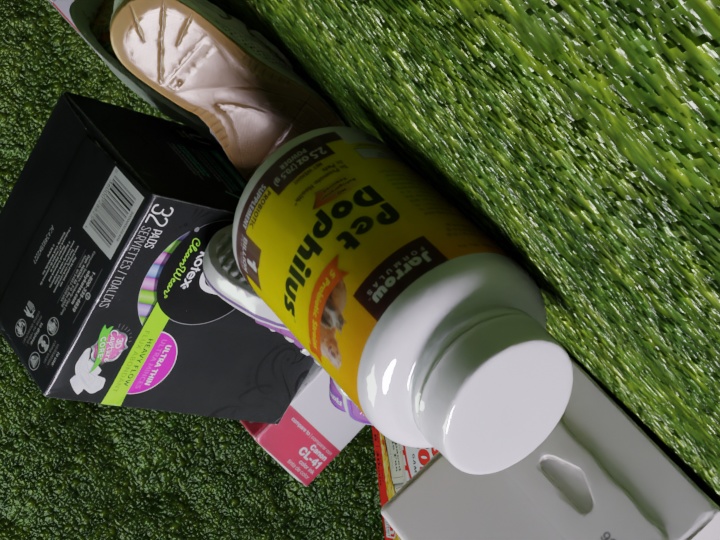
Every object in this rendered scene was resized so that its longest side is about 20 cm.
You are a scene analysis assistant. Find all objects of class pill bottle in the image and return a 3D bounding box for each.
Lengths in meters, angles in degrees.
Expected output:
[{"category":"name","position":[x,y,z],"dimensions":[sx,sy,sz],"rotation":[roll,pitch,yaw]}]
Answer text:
[{"category":"pill bottle","position":[0.021,0.015,0.866],"dimensions":[0.200,0.109,0.109],"rotation":[44,176,44]}]

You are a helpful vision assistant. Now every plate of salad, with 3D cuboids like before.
[{"category":"plate of salad","position":[-0.102,-0.135,1.122],"dimensions":[0.199,0.048,0.200],"rotation":[31,-164,-10]}]

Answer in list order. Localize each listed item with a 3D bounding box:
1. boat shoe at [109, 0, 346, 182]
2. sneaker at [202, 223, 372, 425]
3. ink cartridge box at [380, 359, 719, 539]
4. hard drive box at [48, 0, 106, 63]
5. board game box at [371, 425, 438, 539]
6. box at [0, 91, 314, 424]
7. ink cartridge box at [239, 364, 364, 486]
[{"category":"boat shoe","position":[-0.070,-0.113,1.017],"dimensions":[0.200,0.071,0.070],"rotation":[43,-161,-33]},{"category":"sneaker","position":[-0.018,0.045,1.022],"dimensions":[0.199,0.115,0.073],"rotation":[20,-136,-20]},{"category":"ink cartridge box","position":[0.135,0.177,0.987],"dimensions":[0.147,0.144,0.200],"rotation":[46,176,39]},{"category":"hard drive box","position":[-0.272,-0.290,1.503],"dimensions":[0.200,0.077,0.156],"rotation":[46,177,31]},{"category":"board game box","position":[0.059,0.122,1.197],"dimensions":[0.200,0.046,0.154],"rotation":[162,101,-72]},{"category":"box","position":[-0.117,-0.003,1.067],"dimensions":[0.199,0.149,0.124],"rotation":[13,-155,-48]},{"category":"ink cartridge box","position":[-0.030,0.074,1.526],"dimensions":[0.086,0.200,0.148],"rotation":[47,178,-31]}]
